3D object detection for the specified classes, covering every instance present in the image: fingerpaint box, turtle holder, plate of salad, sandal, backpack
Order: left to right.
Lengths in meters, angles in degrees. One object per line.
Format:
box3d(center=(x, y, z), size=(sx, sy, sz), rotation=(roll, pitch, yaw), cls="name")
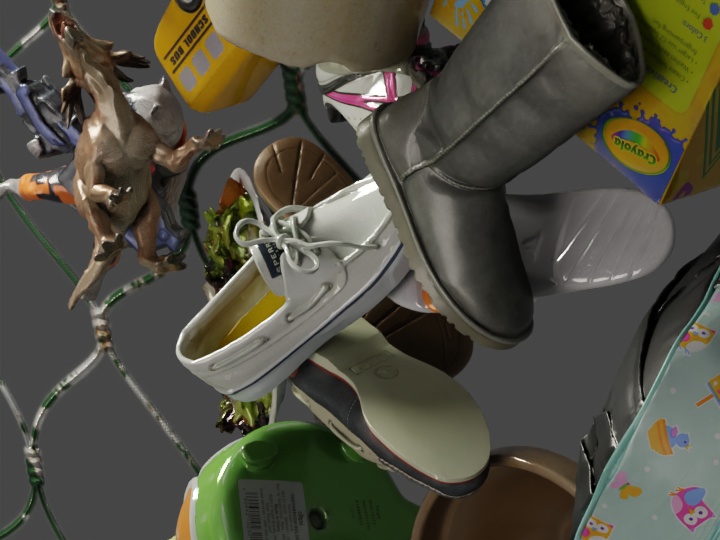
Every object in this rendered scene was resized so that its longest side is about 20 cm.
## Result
box3d(center=(-0.087, 0.030, 1.574), size=(0.200, 0.048, 0.201), rotation=(176, 90, -76), cls="plate of salad")
box3d(center=(-0.041, 0.170, 1.514), size=(0.132, 0.185, 0.141), rotation=(-32, 88, 50), cls="turtle holder")
box3d(center=(0.104, -0.008, 1.412), size=(0.206, 0.059, 0.080), rotation=(-1, 77, 26), cls="sandal")
box3d(center=(0.153, -0.166, 1.298), size=(0.200, 0.073, 0.167), rotation=(42, 129, 29), cls="fingerpaint box")
box3d(center=(0.203, 0.090, 1.240), size=(0.153, 0.200, 0.176), rotation=(34, 125, 14), cls="backpack")

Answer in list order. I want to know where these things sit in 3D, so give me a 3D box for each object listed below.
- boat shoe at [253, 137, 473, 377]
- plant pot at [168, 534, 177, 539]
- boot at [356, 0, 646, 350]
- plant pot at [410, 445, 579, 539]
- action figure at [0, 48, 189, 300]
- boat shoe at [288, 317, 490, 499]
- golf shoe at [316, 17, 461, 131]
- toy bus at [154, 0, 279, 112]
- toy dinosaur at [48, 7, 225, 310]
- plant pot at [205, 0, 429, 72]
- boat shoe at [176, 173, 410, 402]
box3d(center=(0.000, 0.000, 1.527), size=(0.200, 0.072, 0.072), rotation=(46, 162, 12), cls="boat shoe")
box3d(center=(-0.069, 0.306, 1.617), size=(0.200, 0.200, 0.185), rotation=(21, 129, 40), cls="plant pot")
box3d(center=(0.097, -0.068, 1.296), size=(0.200, 0.072, 0.182), rotation=(-34, 87, 41), cls="boot")
box3d(center=(0.133, 0.200, 1.426), size=(0.200, 0.092, 0.202), rotation=(18, 115, 42), cls="plant pot")
box3d(center=(-0.203, -0.088, 1.674), size=(0.200, 0.105, 0.193), rotation=(51, 130, -3), cls="action figure")
box3d(center=(0.015, 0.091, 1.434), size=(0.200, 0.071, 0.063), rotation=(38, 138, 43), cls="boat shoe")
box3d(center=(0.046, -0.102, 1.436), size=(0.200, 0.072, 0.093), rotation=(35, 130, 44), cls="golf shoe")
box3d(center=(-0.065, -0.196, 1.518), size=(0.079, 0.065, 0.200), rotation=(58, 136, 15), cls="toy bus")
box3d(center=(-0.173, -0.076, 1.566), size=(0.136, 0.085, 0.201), rotation=(47, 134, 38), cls="toy dinosaur")
box3d(center=(-0.016, -0.226, 1.355), size=(0.200, 0.200, 0.184), rotation=(30, 121, 36), cls="plant pot")
box3d(center=(-0.042, -0.005, 1.413), size=(0.202, 0.086, 0.075), rotation=(-42, 47, 18), cls="boat shoe")
